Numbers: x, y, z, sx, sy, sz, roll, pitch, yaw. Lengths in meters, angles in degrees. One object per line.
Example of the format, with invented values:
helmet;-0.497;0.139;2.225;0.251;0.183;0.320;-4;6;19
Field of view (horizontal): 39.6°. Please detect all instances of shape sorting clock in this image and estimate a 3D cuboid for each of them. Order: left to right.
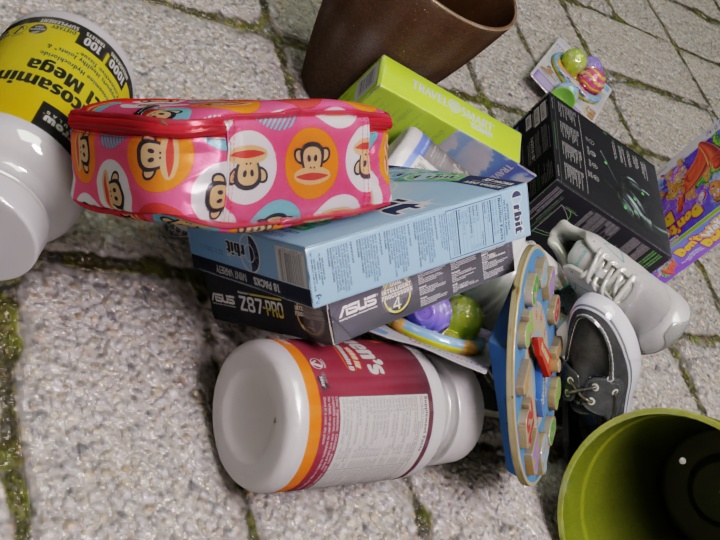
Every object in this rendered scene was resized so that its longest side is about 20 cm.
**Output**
shape sorting clock;0.148;0.079;0.839;0.200;0.039;0.202;3;90;-67

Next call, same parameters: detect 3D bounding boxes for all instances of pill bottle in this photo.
pill bottle;-0.242;-0.092;0.725;0.112;0.112;0.201;30;41;-20
pill bottle;-0.004;0.108;0.769;0.199;0.110;0.110;4;54;-41
pill bottle;0.089;-0.035;0.980;0.200;0.114;0.114;40;38;-8

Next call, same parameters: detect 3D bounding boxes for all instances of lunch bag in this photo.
lunch bag;-0.093;-0.077;0.688;0.199;0.176;0.083;-8;103;-40

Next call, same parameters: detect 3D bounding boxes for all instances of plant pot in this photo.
plant pot;0.028;-0.251;1.044;0.186;0.200;0.188;25;42;-25
plant pot;0.310;0.219;0.918;0.192;0.200;0.201;2;54;-57

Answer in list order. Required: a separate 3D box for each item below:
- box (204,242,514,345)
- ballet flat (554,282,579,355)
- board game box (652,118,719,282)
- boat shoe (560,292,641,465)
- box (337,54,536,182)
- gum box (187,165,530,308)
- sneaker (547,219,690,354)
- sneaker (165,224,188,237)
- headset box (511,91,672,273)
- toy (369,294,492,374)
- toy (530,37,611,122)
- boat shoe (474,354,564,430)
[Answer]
box;0.000;0.000;0.807;0.199;0.161;0.049;-20;110;-37
ballet flat;0.217;0.052;1.047;0.074;0.074;0.200;52;38;8
board game box;0.423;-0.090;1.265;0.045;0.200;0.135;25;42;-23
boat shoe;0.217;0.113;0.926;0.068;0.201;0.057;21;47;38
box;0.071;-0.131;1.037;0.199;0.122;0.048;25;56;-24
gum box;-0.003;-0.034;0.750;0.199;0.170;0.045;-17;109;-33
sneaker;0.234;0.014;0.948;0.080;0.071;0.200;39;6;-27
sneaker;-0.071;-0.064;0.864;0.199;0.081;0.077;-2;60;-34
headset box;0.277;-0.089;1.216;0.199;0.093;0.175;29;41;-21
toy;0.066;0.035;0.853;0.114;0.048;0.200;19;5;10
toy;0.320;-0.282;1.451;0.115;0.047;0.200;45;39;-4
boat shoe;0.174;0.108;0.970;0.199;0.068;0.072;13;47;-37
